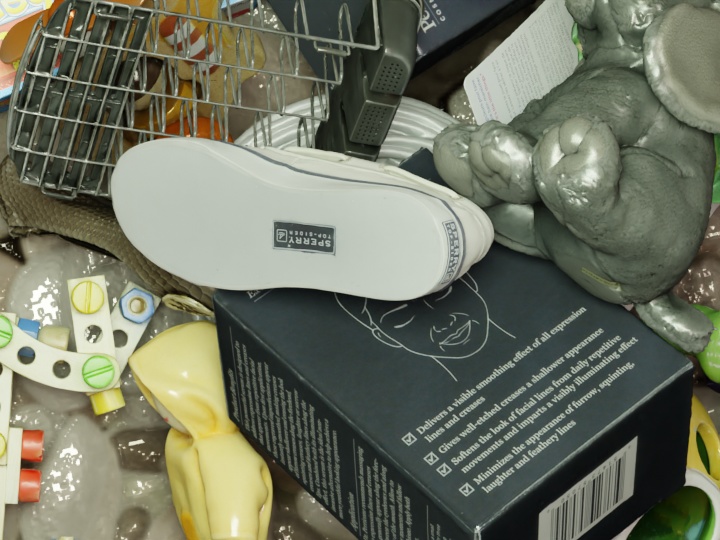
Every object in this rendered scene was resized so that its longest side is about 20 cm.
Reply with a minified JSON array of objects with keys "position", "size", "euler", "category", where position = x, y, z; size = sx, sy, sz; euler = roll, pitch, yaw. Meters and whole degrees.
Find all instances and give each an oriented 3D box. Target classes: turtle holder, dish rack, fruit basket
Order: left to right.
[{"position":[-0.077,-0.088,1.403],"size":[0.199,0.154,0.055],"euler":[8,46,-15],"category":"dish rack"},{"position":[0.130,-0.074,1.478],"size":[0.200,0.093,0.186],"euler":[-42,124,-33],"category":"fruit basket"},{"position":[0.145,0.108,1.498],"size":[0.185,0.132,0.141],"euler":[-29,124,-18],"category":"turtle holder"}]

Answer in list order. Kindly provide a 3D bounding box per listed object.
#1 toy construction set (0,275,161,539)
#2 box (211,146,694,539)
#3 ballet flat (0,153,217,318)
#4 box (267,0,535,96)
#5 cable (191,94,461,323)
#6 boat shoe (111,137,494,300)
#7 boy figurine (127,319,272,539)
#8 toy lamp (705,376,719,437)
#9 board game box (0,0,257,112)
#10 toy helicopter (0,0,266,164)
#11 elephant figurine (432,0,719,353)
[{"position":[-0.178,0.100,1.501],"size":[0.130,0.092,0.201],"euler":[4,74,-7],"category":"toy construction set"},{"position":[0.045,0.061,1.390],"size":[0.148,0.107,0.200],"euler":[-34,57,-23],"category":"box"},{"position":[-0.132,-0.012,1.482],"size":[0.200,0.067,0.046],"euler":[29,84,37],"category":"ballet flat"},{"position":[0.041,-0.200,1.511],"size":[0.200,0.104,0.148],"euler":[-35,91,-30],"category":"box"},{"position":[0.000,0.000,1.538],"size":[0.200,0.069,0.200],"euler":[40,82,-2],"category":"cable"},{"position":[-0.029,-0.029,1.357],"size":[0.199,0.066,0.072],"euler":[5,101,31],"category":"boat shoe"},{"position":[-0.080,0.129,1.482],"size":[0.064,0.124,0.201],"euler":[-12,106,-14],"category":"boy figurine"},{"position":[0.204,0.122,1.559],"size":[0.058,0.058,0.201],"euler":[19,84,-5],"category":"toy lamp"},{"position":[-0.182,-0.203,1.537],"size":[0.199,0.056,0.197],"euler":[-23,88,-9],"category":"board game box"},{"position":[-0.103,-0.139,1.453],"size":[0.132,0.079,0.200],"euler":[14,123,-27],"category":"toy helicopter"},{"position":[0.139,-0.097,1.344],"size":[0.141,0.155,0.200],"euler":[22,69,34],"category":"elephant figurine"}]
